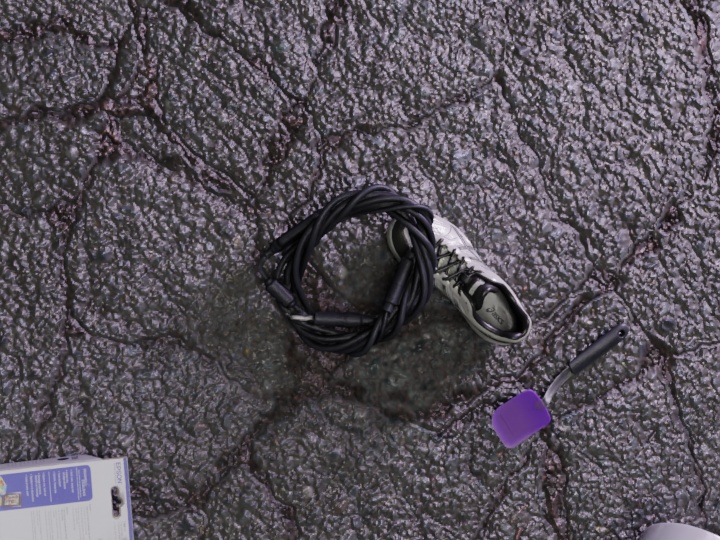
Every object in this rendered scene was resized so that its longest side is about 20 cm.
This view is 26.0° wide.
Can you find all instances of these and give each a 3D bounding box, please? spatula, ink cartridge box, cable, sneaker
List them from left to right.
[{"bbox_3d":[-0.342,0.252,1.646,0.198,0.039,0.100,-4,95,-13],"label":"ink cartridge box"},{"bbox_3d":[0.000,0.000,1.684,0.199,0.051,0.164,-33,95,8],"label":"cable"},{"bbox_3d":[0.116,0.005,1.723,0.200,0.088,0.076,41,85,-12],"label":"sneaker"},{"bbox_3d":[0.234,0.126,1.795,0.200,0.021,0.057,-40,115,-11],"label":"spatula"}]

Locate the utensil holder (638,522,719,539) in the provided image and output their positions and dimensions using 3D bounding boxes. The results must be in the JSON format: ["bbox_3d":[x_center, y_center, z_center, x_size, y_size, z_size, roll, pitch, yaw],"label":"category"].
[{"bbox_3d":[0.351,0.409,1.742,0.170,0.170,0.201,39,62,-14],"label":"utensil holder"}]
